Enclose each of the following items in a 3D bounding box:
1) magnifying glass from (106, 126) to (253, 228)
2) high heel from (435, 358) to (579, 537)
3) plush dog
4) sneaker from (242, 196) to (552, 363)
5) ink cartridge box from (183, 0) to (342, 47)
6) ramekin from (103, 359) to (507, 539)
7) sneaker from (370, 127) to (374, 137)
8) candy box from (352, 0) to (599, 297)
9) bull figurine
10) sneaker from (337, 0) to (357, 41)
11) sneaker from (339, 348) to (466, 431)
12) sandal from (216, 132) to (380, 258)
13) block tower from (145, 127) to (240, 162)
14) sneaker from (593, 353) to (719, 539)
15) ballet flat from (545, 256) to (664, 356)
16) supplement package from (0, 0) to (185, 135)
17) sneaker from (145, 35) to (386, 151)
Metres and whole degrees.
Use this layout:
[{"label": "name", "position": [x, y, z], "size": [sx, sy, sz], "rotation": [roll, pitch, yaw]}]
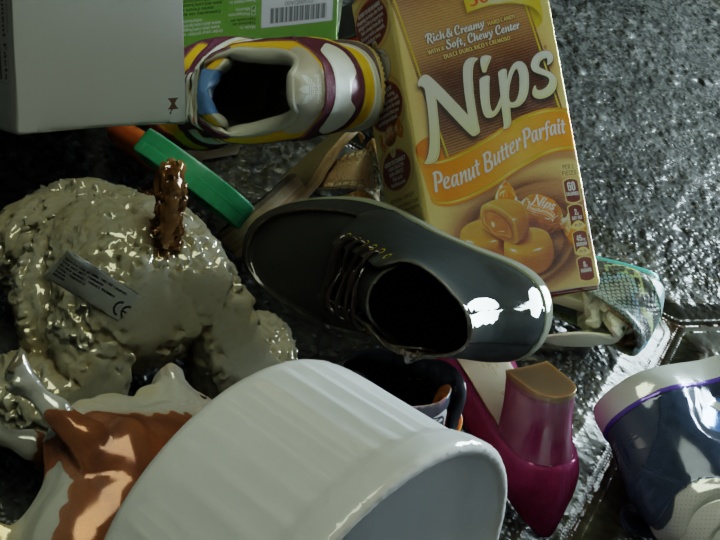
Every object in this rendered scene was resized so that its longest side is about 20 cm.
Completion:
[{"label": "magnifying glass", "position": [-0.123, -0.070, 0.935], "size": [0.079, 0.022, 0.200], "rotation": [39, -5, -29]}, {"label": "high heel", "position": [0.073, 0.078, 0.916], "size": [0.067, 0.097, 0.200], "rotation": [-10, 26, -28]}, {"label": "plush dog", "position": [-0.149, -0.001, 0.837], "size": [0.198, 0.163, 0.171], "rotation": [-14, 26, -35]}, {"label": "sneaker", "position": [0.000, 0.000, 0.815], "size": [0.198, 0.076, 0.106], "rotation": [14, 6, 29]}, {"label": "ink cartridge box", "position": [-0.118, -0.228, 1.063], "size": [0.146, 0.077, 0.200], "rotation": [-10, 32, -24]}, {"label": "ramekin", "position": [-0.031, 0.138, 0.668], "size": [0.097, 0.202, 0.200], "rotation": [34, 39, 28]}, {"label": "sneaker", "position": [0.072, -0.099, 1.015], "size": [0.077, 0.089, 0.200], "rotation": [41, 12, 17]}, {"label": "candy box", "position": [0.071, -0.078, 0.905], "size": [0.114, 0.055, 0.203], "rotation": [-8, 86, -26]}, {"label": "bull figurine", "position": [-0.138, 0.114, 0.702], "size": [0.121, 0.065, 0.202], "rotation": [31, 56, -18]}, {"label": "sneaker", "position": [-0.020, -0.141, 1.105], "size": [0.199, 0.108, 0.068], "rotation": [-15, 46, 15]}, {"label": "sneaker", "position": [0.032, 0.123, 0.775], "size": [0.077, 0.113, 0.200], "rotation": [-13, 49, -35]}, {"label": "sandal", "position": [-0.020, -0.046, 1.004], "size": [0.070, 0.077, 0.212], "rotation": [52, 37, -7]}, {"label": "block tower", "position": [-0.151, -0.155, 1.073], "size": [0.057, 0.054, 0.200], "rotation": [-13, 49, -34]}, {"label": "sneaker", "position": [0.247, 0.126, 0.906], "size": [0.198, 0.081, 0.147], "rotation": [-5, 53, -34]}, {"label": "ballet flat", "position": [0.109, 0.009, 0.989], "size": [0.198, 0.075, 0.075], "rotation": [15, 38, 0]}, {"label": "supplement package", "position": [-0.200, -0.152, 0.931], "size": [0.113, 0.111, 0.199], "rotation": [-8, 13, -31]}, {"label": "sneaker", "position": [-0.083, -0.112, 0.910], "size": [0.198, 0.076, 0.090], "rotation": [-3, 3, 40]}]
